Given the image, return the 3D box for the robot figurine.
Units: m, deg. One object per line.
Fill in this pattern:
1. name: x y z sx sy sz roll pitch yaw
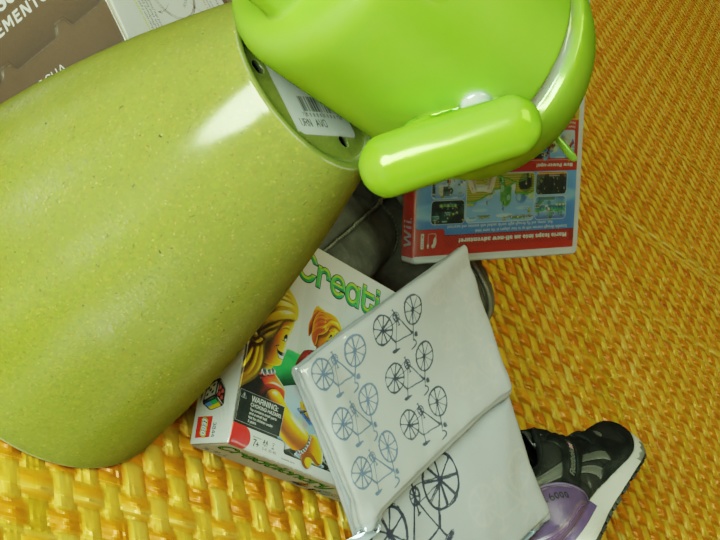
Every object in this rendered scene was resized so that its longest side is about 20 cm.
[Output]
1. robot figurine: 0.025 -0.115 0.594 0.199 0.115 0.177 30 30 -41

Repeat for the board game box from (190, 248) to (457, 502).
1. board game box: -0.010 0.068 0.809 0.199 0.034 0.128 29 62 -44

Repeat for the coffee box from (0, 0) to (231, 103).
1. coffee box: -0.132 -0.143 0.800 0.081 0.112 0.199 63 28 3

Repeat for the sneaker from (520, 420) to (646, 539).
1. sneaker: 0.148 0.141 1.004 0.088 0.076 0.200 50 28 1

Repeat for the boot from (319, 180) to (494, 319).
1. boot: -0.001 0.002 0.910 0.182 0.073 0.200 43 22 1

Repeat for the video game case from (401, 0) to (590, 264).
1. video game case: 0.092 -0.109 0.918 0.141 0.017 0.203 -4 100 -32

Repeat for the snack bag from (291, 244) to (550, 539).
1. snack bag: 0.046 0.109 0.825 0.188 0.021 0.203 -33 109 -49

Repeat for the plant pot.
1. plant pot: -0.093 -0.034 0.660 0.187 0.199 0.189 39 32 -30
